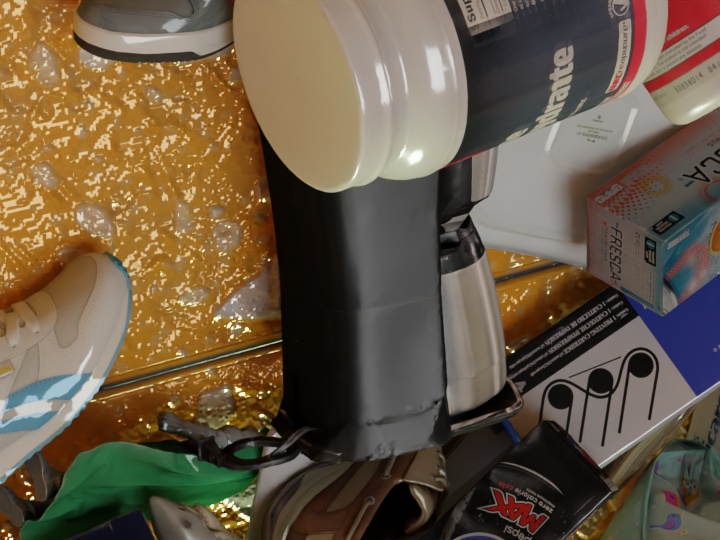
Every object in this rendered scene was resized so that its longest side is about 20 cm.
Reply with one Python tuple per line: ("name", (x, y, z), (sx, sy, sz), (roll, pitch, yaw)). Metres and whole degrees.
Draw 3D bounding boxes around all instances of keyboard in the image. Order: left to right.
("keyboard", (0.099, 0.104, 1.495), (0.200, 0.056, 0.011), (-39, 171, -7))

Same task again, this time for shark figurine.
("shark figurine", (-0.032, 0.218, 1.312), (0.090, 0.214, 0.128), (-58, 157, -28))

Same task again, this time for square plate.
("square plate", (0.138, -0.093, 1.419), (0.200, 0.028, 0.199), (9, 111, -34))

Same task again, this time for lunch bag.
("lunch bag", (0.200, 0.227, 1.518), (0.122, 0.200, 0.171), (20, 117, -7))

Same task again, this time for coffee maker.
("coffee maker", (0.000, 0.000, 1.305), (0.192, 0.134, 0.201), (-25, 118, -42))

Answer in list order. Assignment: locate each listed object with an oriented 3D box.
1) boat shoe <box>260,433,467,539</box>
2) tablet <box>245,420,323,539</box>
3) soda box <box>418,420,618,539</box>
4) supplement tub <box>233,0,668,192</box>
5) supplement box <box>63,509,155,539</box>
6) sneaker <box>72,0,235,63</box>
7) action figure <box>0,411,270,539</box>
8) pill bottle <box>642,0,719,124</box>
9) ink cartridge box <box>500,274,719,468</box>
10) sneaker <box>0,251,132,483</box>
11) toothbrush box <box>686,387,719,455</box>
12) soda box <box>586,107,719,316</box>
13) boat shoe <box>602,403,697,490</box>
("boat shoe", (0.021, 0.137, 1.413), (0.200, 0.072, 0.076), (-41, 143, -37))
("tablet", (-0.035, 0.172, 1.438), (0.130, 0.014, 0.200), (-20, 128, -52))
("soda box", (0.068, 0.183, 1.408), (0.200, 0.063, 0.071), (-45, 170, 5))
("supplement tub", (0.048, -0.131, 1.193), (0.200, 0.140, 0.141), (-23, 125, -27))
("supplement box", (-0.159, 0.250, 1.337), (0.109, 0.110, 0.200), (-20, 147, -20))
("sneaker", (-0.064, -0.188, 1.211), (0.200, 0.084, 0.121), (-20, 129, -29))
("action figure", (-0.121, 0.121, 1.353), (0.200, 0.055, 0.118), (-5, 150, -45))
("pill bottle", (0.170, -0.193, 1.285), (0.112, 0.112, 0.200), (-35, 93, -9))
("ink cartridge box", (0.182, 0.054, 1.474), (0.200, 0.094, 0.044), (-34, 170, -5))
("sneaker", (-0.210, 0.061, 1.271), (0.200, 0.076, 0.081), (-47, 121, -5))
("toothbrush box", (0.317, 0.128, 1.534), (0.085, 0.200, 0.147), (-1, 117, -29))
("soda box", (0.233, -0.056, 1.435), (0.200, 0.068, 0.064), (-34, 138, -28))
("boat shoe", (0.160, 0.123, 1.522), (0.200, 0.071, 0.065), (-39, 149, -6))
